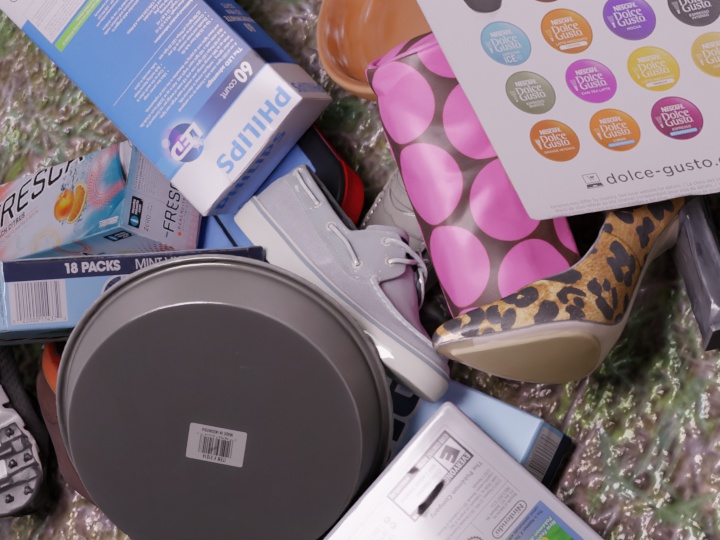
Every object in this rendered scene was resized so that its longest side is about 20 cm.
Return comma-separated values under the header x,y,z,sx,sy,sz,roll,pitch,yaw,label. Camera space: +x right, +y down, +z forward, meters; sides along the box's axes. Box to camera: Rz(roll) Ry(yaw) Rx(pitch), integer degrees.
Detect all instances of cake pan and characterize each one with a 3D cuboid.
x,y,z,sx,sy,sz,roll,pitch,yaw,label
-0.081,0.089,1.613,0.200,0.201,0.037,-32,17,19,cake pan

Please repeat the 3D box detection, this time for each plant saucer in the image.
x,y,z,sx,sy,sz,roll,pitch,yaw,label
0.060,-0.186,1.788,0.199,0.037,0.201,-27,40,25,plant saucer

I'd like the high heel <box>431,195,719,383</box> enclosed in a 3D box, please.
x,y,z,sx,sy,sz,roll,pitch,yaw,label
0.117,-0.012,1.616,0.072,0.199,0.143,116,142,-54,high heel

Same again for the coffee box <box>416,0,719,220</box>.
x,y,z,sx,sy,sz,roll,pitch,yaw,label
0.169,-0.177,1.583,0.199,0.198,0.200,-10,35,31,coffee box

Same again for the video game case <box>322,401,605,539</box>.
x,y,z,sx,sy,sz,roll,pitch,yaw,label
0.051,0.208,1.590,0.182,0.022,0.200,41,88,14,video game case

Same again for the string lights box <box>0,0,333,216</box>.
x,y,z,sx,sy,sz,roll,pitch,yaw,label
-0.126,-0.140,1.785,0.200,0.059,0.103,45,106,12,string lights box

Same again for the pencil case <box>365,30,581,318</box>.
x,y,z,sx,sy,sz,roll,pitch,yaw,label
0.077,-0.048,1.664,0.093,0.091,0.201,-19,93,-15,pencil case

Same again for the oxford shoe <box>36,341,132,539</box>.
x,y,z,sx,sy,sz,roll,pitch,yaw,label
-0.150,0.131,1.815,0.200,0.071,0.073,58,141,30,oxford shoe

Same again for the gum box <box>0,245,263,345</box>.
x,y,z,sx,sy,sz,roll,pitch,yaw,label
-0.175,0.019,1.724,0.200,0.169,0.045,-9,85,62,gum box

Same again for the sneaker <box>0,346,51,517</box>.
x,y,z,sx,sy,sz,roll,pitch,yaw,label
-0.253,0.079,1.872,0.066,0.091,0.201,-23,72,3,sneaker

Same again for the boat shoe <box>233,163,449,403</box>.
x,y,z,sx,sy,sz,roll,pitch,yaw,label
0.000,0.000,1.672,0.072,0.070,0.201,-46,50,0,boat shoe

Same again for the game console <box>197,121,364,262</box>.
x,y,z,sx,sy,sz,roll,pitch,yaw,label
-0.088,-0.036,1.832,0.177,0.031,0.200,-49,41,11,game console

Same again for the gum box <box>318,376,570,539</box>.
x,y,z,sx,sy,sz,roll,pitch,yaw,label
0.004,0.137,1.685,0.199,0.045,0.171,23,84,36,gum box

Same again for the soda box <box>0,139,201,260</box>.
x,y,z,sx,sy,sz,roll,pitch,yaw,label
-0.190,-0.029,1.871,0.199,0.068,0.064,-16,61,46,soda box

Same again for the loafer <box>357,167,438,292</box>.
x,y,z,sx,sy,sz,roll,pitch,yaw,label
0.043,-0.051,1.743,0.200,0.070,0.070,-50,50,6,loafer
